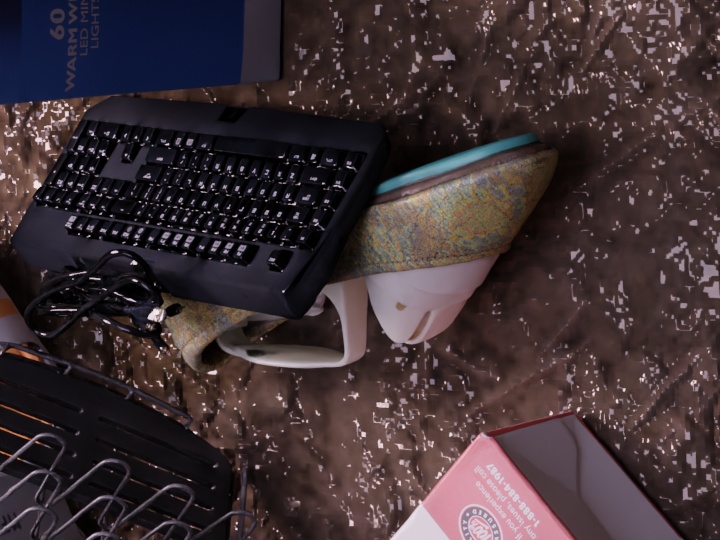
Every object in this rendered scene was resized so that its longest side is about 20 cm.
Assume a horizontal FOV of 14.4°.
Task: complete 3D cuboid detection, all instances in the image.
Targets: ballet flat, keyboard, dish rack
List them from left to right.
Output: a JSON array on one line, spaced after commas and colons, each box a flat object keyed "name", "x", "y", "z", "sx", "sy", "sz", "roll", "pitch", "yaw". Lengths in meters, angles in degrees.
[{"name": "dish rack", "x": -0.101, "y": 0.113, "z": 1.044, "sx": 0.055, "sy": 0.153, "sz": 0.201, "roll": -44, "pitch": 31, "yaw": 41}, {"name": "keyboard", "x": -0.076, "y": -0.022, "z": 1.058, "sx": 0.199, "sy": 0.040, "sz": 0.105, "roll": 8, "pitch": 70, "yaw": 54}, {"name": "ballet flat", "x": 0.000, "y": 0.000, "z": 1.050, "sx": 0.199, "sy": 0.070, "sz": 0.071, "roll": -14, "pitch": 88, "yaw": 41}]

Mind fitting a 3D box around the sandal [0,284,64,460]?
[{"name": "sandal", "x": -0.201, "y": 0.001, "z": 1.177, "sx": 0.079, "sy": 0.059, "sz": 0.207, "roll": -36, "pitch": 71, "yaw": -6}]

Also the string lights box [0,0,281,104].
[{"name": "string lights box", "x": -0.127, "y": -0.095, "z": 1.044, "sx": 0.102, "sy": 0.200, "sz": 0.059, "roll": 8, "pitch": 100, "yaw": 33}]

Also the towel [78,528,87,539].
[{"name": "towel", "x": -0.147, "y": 0.200, "z": 1.191, "sx": 0.171, "sy": 0.048, "sz": 0.201, "roll": 41, "pitch": 117, "yaw": 28}]

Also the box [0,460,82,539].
[{"name": "box", "x": -0.193, "y": 0.208, "z": 1.070, "sx": 0.171, "sy": 0.199, "sz": 0.200, "roll": -37, "pitch": 73, "yaw": 39}]

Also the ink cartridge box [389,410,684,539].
[{"name": "ink cartridge box", "x": 0.040, "y": 0.163, "z": 1.040, "sx": 0.117, "sy": 0.067, "sz": 0.200, "roll": 50, "pitch": 120, "yaw": 20}]
